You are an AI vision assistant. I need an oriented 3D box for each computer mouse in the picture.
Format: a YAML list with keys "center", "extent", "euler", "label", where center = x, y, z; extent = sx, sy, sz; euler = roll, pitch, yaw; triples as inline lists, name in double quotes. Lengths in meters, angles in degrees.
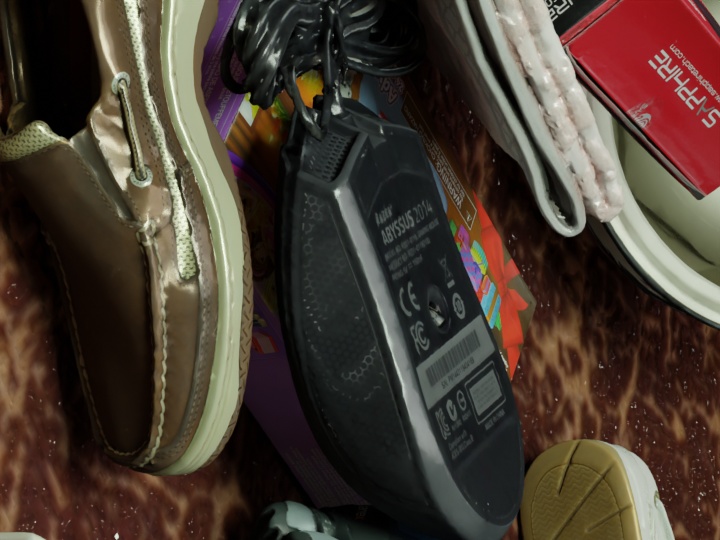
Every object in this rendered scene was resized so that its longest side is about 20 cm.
- center: [0.000, 0.000, 0.948]
  extent: [0.138, 0.053, 0.201]
  euler: [-24, 97, -66]
  label: "computer mouse"

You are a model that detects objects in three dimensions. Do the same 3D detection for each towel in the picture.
- center: [0.021, -0.128, 1.003]
  extent: [0.200, 0.032, 0.191]
  euler: [64, -3, -31]
  label: "towel"

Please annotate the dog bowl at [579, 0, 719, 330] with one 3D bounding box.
- center: [0.171, -0.067, 1.215]
  extent: [0.199, 0.074, 0.201]
  euler: [1, 86, -16]
  label: "dog bowl"

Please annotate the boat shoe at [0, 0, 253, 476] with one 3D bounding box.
- center: [-0.086, -0.036, 0.878]
  extent: [0.075, 0.075, 0.203]
  euler: [-3, 86, -40]
  label: "boat shoe"

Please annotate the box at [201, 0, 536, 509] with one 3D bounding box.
- center: [-0.006, -0.004, 1.023]
  extent: [0.200, 0.039, 0.137]
  euler: [58, 40, -37]
  label: "box"

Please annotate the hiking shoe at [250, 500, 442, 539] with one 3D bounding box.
- center: [0.038, 0.138, 0.917]
  extent: [0.086, 0.200, 0.075]
  euler: [-8, 130, -28]
  label: "hiking shoe"

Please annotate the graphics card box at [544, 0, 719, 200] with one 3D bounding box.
- center: [0.076, -0.132, 1.076]
  extent: [0.125, 0.051, 0.200]
  euler: [39, 16, -49]
  label: "graphics card box"

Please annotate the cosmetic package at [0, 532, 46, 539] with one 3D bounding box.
- center: [-0.081, 0.142, 0.808]
  extent: [0.200, 0.103, 0.073]
  euler: [40, 53, -48]
  label: "cosmetic package"

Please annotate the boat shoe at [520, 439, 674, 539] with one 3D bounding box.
- center: [0.115, 0.169, 1.166]
  extent: [0.069, 0.071, 0.201]
  euler: [6, 79, -57]
  label: "boat shoe"
